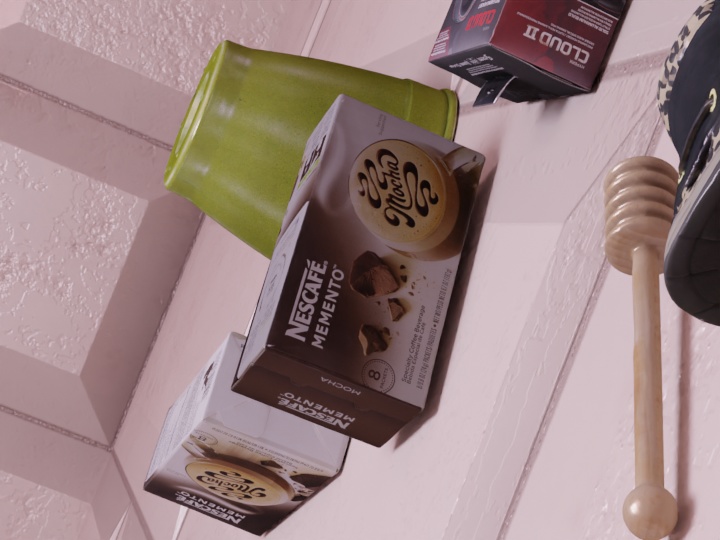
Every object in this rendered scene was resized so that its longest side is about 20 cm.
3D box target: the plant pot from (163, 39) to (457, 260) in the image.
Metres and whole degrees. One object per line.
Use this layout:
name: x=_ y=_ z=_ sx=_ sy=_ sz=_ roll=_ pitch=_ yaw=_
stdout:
plant pot: x=-0.050 y=-0.092 z=1.372 sx=0.200 sy=0.192 sz=0.201 roll=-157 pitch=90 yaw=-79

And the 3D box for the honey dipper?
honey dipper: x=0.126 y=0.032 z=0.737 sx=0.038 sy=0.038 sz=0.201 roll=124 pitch=159 yaw=-45

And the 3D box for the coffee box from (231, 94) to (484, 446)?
coffee box: x=0.000 y=0.000 z=1.131 sx=0.080 sy=0.112 sz=0.201 roll=132 pitch=158 yaw=-59

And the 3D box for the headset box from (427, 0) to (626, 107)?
headset box: x=0.120 y=-0.195 z=1.071 sx=0.149 sy=0.075 sz=0.201 roll=-164 pitch=96 yaw=-78

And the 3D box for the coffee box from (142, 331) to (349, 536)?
coffee box: x=-0.089 y=0.134 z=1.332 sx=0.200 sy=0.112 sz=0.080 roll=131 pitch=158 yaw=-61

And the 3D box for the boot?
boot: x=0.175 y=-0.094 z=0.643 sx=0.204 sy=0.073 sz=0.154 roll=-60 pitch=11 yaw=29
